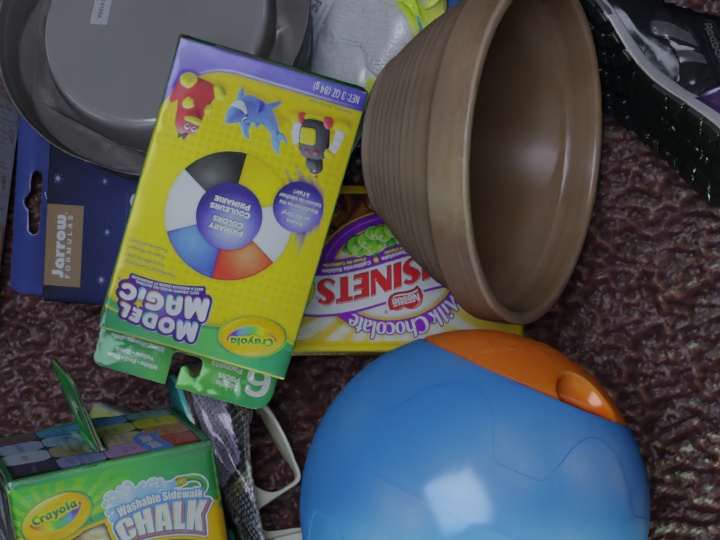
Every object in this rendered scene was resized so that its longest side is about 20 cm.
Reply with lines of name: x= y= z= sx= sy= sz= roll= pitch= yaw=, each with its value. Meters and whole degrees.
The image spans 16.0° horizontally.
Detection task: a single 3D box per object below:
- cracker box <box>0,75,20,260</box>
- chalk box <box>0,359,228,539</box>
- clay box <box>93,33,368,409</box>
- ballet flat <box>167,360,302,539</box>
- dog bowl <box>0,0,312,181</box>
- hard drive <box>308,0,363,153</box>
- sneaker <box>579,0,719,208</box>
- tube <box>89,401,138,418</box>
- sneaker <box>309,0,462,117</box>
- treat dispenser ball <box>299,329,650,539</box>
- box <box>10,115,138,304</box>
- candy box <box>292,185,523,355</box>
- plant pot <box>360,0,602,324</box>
cracker box: x=-0.291 y=-0.069 z=1.631 sx=0.133 sy=0.058 sz=0.202 roll=5 pitch=84 yaw=19
chalk box: x=-0.147 y=0.152 z=1.495 sx=0.123 sy=0.124 sz=0.202 roll=-9 pitch=100 yaw=-13
clay box: x=-0.077 y=-0.024 z=1.478 sx=0.114 sy=0.048 sz=0.202 roll=15 pitch=96 yaw=-6
ballet flat: x=-0.065 y=0.149 z=1.555 sx=0.071 sy=0.072 sz=0.202 roll=-14 pitch=81 yaw=10
dog bowl: x=-0.119 y=-0.145 z=1.562 sx=0.198 sy=0.059 sz=0.202 roll=-5 pitch=67 yaw=13
hard drive: x=-0.078 y=-0.145 z=1.616 sx=0.199 sy=0.025 sz=0.133 roll=29 pitch=89 yaw=14
sneaker: x=0.193 y=-0.125 z=1.543 sx=0.087 sy=0.076 sz=0.200 roll=-31 pitch=65 yaw=-25
tube: x=-0.168 y=0.184 z=1.580 sx=0.058 sy=0.052 sz=0.201 roll=18 pitch=91 yaw=48
sneaker: x=0.055 y=-0.162 z=1.542 sx=0.200 sy=0.105 sz=0.076 roll=-53 pitch=46 yaw=29
treat dispenser ball: x=0.064 y=0.135 z=1.456 sx=0.199 sy=0.201 sz=0.203 roll=-2 pitch=82 yaw=12
box: x=-0.130 y=-0.037 z=1.595 sx=0.198 sy=0.032 sz=0.122 roll=4 pitch=93 yaw=18
candy box: x=0.000 y=0.000 z=1.543 sx=0.198 sy=0.026 sz=0.103 roll=0 pitch=85 yaw=-10
plant pot: x=0.063 y=-0.074 z=1.482 sx=0.092 sy=0.201 sz=0.203 roll=7 pitch=83 yaw=27
